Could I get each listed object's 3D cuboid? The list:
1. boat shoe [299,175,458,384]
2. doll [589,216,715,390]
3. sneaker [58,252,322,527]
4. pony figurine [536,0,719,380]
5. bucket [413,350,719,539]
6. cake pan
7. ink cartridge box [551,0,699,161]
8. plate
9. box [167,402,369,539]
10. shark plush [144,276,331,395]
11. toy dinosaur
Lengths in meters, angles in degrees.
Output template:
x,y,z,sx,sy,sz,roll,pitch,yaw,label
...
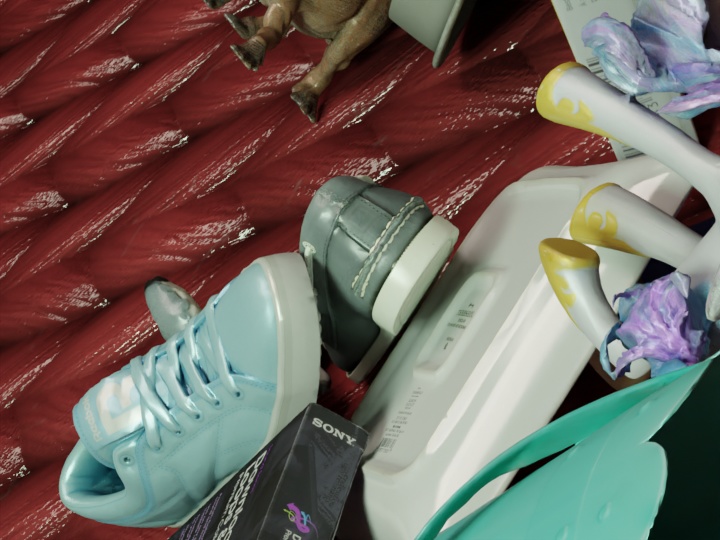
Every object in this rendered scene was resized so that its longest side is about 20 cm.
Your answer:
x,y,z,sx,sy,sz,roll,pitch,yaw,label
0.000,0.000,1.207,0.073,0.062,0.200,-56,-3,-11,boat shoe
0.173,-0.008,1.033,0.200,0.048,0.137,-16,40,50,doll
-0.079,0.062,1.180,0.200,0.082,0.074,-58,45,48,sneaker
0.146,-0.016,0.926,0.200,0.166,0.193,49,135,37,pony figurine
0.105,0.131,0.776,0.135,0.207,0.207,-32,29,39,bucket
0.067,-0.202,1.388,0.200,0.037,0.200,25,-90,-88,cake pan
0.094,-0.173,1.226,0.047,0.198,0.200,-23,31,9,ink cartridge box
0.051,0.030,1.126,0.200,0.032,0.200,-58,12,-6,plate
-0.072,0.158,1.150,0.200,0.036,0.143,-44,20,48,box
-0.045,0.075,1.284,0.200,0.091,0.083,34,107,54,shark plush
-0.012,-0.165,1.487,0.136,0.200,0.086,-40,65,6,toy dinosaur
